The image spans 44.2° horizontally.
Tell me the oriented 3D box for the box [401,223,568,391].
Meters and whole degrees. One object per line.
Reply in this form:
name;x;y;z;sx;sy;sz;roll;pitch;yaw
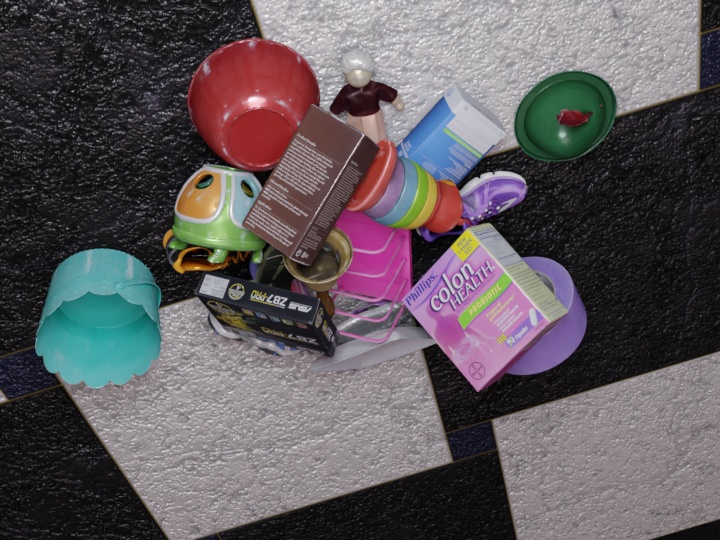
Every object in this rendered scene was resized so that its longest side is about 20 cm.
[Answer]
box;0.201;0.058;1.446;0.176;0.200;0.096;-48;163;27

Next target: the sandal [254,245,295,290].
sandal;-0.131;-0.012;1.412;0.079;0.058;0.201;6;146;-25

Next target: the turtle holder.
turtle holder;-0.191;-0.086;1.337;0.184;0.141;0.133;4;100;-32

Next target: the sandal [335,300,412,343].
sandal;0.034;0.075;1.613;0.201;0.050;0.083;-21;146;-12

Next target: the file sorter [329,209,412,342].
file sorter;0.000;0.000;1.456;0.138;0.126;0.201;11;133;18

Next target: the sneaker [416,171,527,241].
sneaker;0.188;-0.096;1.481;0.198;0.084;0.081;-22;131;5

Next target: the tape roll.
tape roll;0.292;0.078;1.569;0.199;0.201;0.085;-27;130;10

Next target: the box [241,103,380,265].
box;-0.070;-0.120;1.257;0.201;0.100;0.075;-59;157;5

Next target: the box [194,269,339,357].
box;-0.144;0.070;1.403;0.198;0.050;0.161;13;161;15

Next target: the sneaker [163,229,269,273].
sneaker;-0.219;-0.036;1.442;0.198;0.078;0.079;-11;129;-5

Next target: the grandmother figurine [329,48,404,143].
grandmother figurine;0.008;-0.243;1.339;0.120;0.061;0.201;-19;133;-8

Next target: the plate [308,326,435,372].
plate;0.031;0.139;1.596;0.199;0.033;0.199;-23;166;29

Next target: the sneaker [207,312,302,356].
sneaker;-0.165;0.093;1.560;0.198;0.076;0.077;17;122;-30

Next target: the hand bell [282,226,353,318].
hand bell;-0.060;0.026;1.375;0.103;0.105;0.201;-10;148;-5

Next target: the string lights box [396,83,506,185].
string lights box;0.123;-0.184;1.409;0.102;0.059;0.200;30;117;-31

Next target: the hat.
hat;0.333;-0.197;1.368;0.198;0.177;0.167;7;127;-18

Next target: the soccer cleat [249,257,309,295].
soccer cleat;-0.117;0.052;1.519;0.066;0.077;0.201;-35;117;0

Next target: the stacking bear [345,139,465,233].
stacking bear;0.075;-0.115;1.349;0.199;0.121;0.115;18;91;-35

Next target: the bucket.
bucket;-0.421;0.074;1.448;0.205;0.135;0.209;-6;130;-7

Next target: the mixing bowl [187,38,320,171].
mixing bowl;-0.149;-0.219;1.289;0.198;0.109;0.202;-7;131;-8
